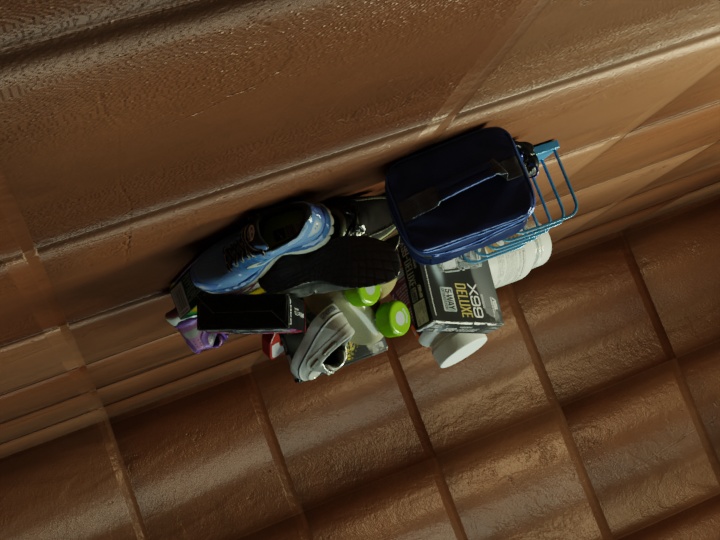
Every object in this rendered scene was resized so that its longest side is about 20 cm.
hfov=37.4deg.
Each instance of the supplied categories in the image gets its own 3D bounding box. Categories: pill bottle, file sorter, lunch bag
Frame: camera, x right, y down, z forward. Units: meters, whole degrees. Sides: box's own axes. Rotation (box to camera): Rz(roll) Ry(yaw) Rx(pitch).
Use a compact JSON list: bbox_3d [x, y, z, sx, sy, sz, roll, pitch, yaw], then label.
[{"bbox_3d":[0.253,-0.030,1.948,0.199,0.115,0.114,-17,172,-38],"label":"pill bottle"},{"bbox_3d":[0.236,-0.103,1.696,0.138,0.123,0.200,-19,172,-20],"label":"file sorter"},{"bbox_3d":[0.136,-0.097,1.384,0.199,0.136,0.132,-23,173,3],"label":"lunch bag"},{"bbox_3d":[0.128,0.060,1.853,0.114,0.201,0.114,-28,163,-10],"label":"pill bottle"}]

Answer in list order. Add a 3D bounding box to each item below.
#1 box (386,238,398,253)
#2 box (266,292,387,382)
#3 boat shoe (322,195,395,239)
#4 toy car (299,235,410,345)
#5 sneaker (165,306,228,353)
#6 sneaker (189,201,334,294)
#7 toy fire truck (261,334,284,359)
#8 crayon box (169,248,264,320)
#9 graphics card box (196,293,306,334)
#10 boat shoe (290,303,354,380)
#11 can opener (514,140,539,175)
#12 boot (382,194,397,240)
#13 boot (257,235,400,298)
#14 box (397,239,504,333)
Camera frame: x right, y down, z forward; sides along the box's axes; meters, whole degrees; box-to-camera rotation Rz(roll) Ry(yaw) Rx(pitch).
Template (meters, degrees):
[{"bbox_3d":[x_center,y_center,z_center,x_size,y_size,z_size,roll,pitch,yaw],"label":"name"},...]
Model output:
[{"bbox_3d":[-0.015,0.001,1.967,0.070,0.065,0.200,-15,170,-43],"label":"box"},{"bbox_3d":[-0.063,0.065,1.748,0.160,0.201,0.049,-18,177,-16],"label":"box"},{"bbox_3d":[-0.030,-0.058,1.448,0.199,0.074,0.065,-19,178,-17],"label":"boat shoe"},{"bbox_3d":[0.000,0.000,1.665,0.164,0.158,0.201,-9,-133,41],"label":"toy car"},{"bbox_3d":[-0.240,0.077,1.696,0.080,0.089,0.200,-26,-174,17],"label":"sneaker"},{"bbox_3d":[-0.136,-0.038,1.353,0.199,0.079,0.089,-29,160,11],"label":"sneaker"},{"bbox_3d":[-0.095,0.061,1.866,0.200,0.112,0.168,-37,152,-27],"label":"toy fire truck"},{"bbox_3d":[-0.165,0.000,1.539,0.172,0.059,0.200,-17,172,-28],"label":"crayon box"},{"bbox_3d":[-0.146,0.062,1.471,0.125,0.051,0.200,-1,174,3],"label":"graphics card box"},{"bbox_3d":[-0.052,0.125,1.618,0.072,0.066,0.200,-35,163,-35],"label":"boat shoe"},{"bbox_3d":[0.156,-0.129,1.502,0.199,0.064,0.079,-22,173,3],"label":"can opener"},{"bbox_3d":[0.007,-0.052,1.596,0.199,0.075,0.097,-26,169,17],"label":"boot"},{"bbox_3d":[-0.029,-0.002,1.430,0.199,0.070,0.132,-2,173,18],"label":"boot"},{"bbox_3d":[0.144,0.004,1.759,0.157,0.201,0.050,5,153,-35],"label":"box"}]
